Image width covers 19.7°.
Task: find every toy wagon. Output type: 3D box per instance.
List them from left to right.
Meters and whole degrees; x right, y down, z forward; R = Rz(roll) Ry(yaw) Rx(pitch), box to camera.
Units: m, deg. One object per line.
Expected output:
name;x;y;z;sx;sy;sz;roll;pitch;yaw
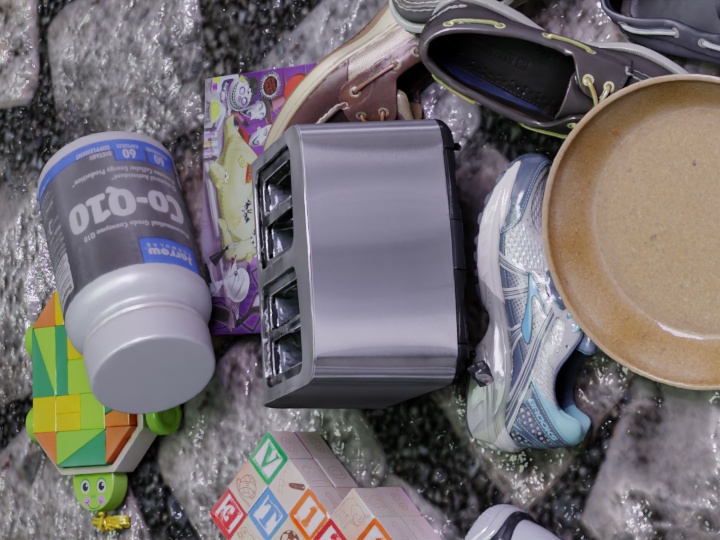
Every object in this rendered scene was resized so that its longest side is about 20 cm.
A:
toy wagon;-0.210;0.109;1.665;0.154;0.039;0.202;-8;81;39

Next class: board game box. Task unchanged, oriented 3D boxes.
board game box;-0.071;-0.052;1.575;0.119;0.032;0.202;-4;83;35

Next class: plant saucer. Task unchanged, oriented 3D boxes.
plant saucer;0.212;-0.026;1.297;0.198;0.035;0.202;7;108;24

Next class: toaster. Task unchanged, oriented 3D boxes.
toaster;0.000;0.000;1.402;0.200;0.118;0.183;151;116;-71

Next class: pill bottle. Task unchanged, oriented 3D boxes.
pill bottle;-0.176;0.002;1.573;0.114;0.113;0.201;-43;47;28

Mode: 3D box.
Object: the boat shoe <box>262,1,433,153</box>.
boat shoe;0.015;-0.128;1.480;0.200;0.072;0.072;-42;72;12

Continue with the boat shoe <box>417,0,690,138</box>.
boat shoe;0.132;-0.117;1.334;0.200;0.061;0.072;21;119;6

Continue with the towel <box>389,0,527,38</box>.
towel;0.057;-0.258;1.443;0.148;0.037;0.201;-32;69;0

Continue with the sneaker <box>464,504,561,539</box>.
sneaker;0.105;0.264;1.363;0.114;0.075;0.202;17;93;42

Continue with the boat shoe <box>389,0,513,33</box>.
boat shoe;0.104;-0.227;1.370;0.201;0.060;0.072;-29;72;3

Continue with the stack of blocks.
stack of blocks;-0.011;0.205;1.477;0.115;0.058;0.200;-53;56;22

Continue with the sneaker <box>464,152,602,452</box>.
sneaker;0.127;0.023;1.384;0.086;0.077;0.202;4;95;28

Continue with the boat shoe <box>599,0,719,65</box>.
boat shoe;0.239;-0.158;1.304;0.199;0.062;0.073;14;94;40
